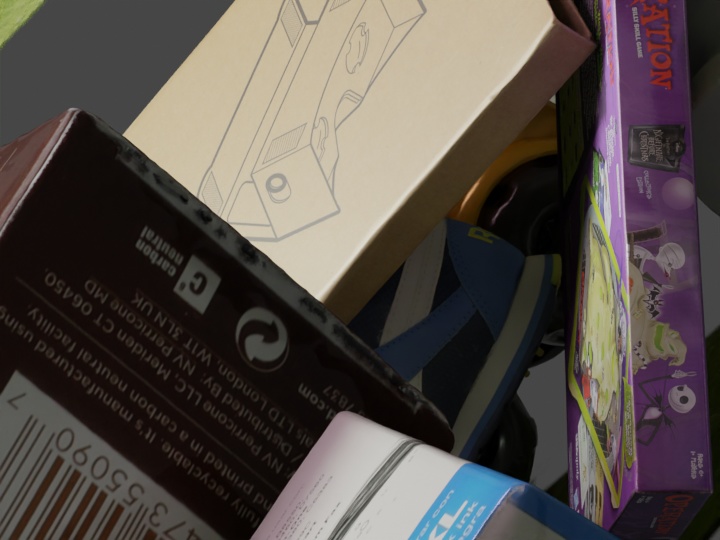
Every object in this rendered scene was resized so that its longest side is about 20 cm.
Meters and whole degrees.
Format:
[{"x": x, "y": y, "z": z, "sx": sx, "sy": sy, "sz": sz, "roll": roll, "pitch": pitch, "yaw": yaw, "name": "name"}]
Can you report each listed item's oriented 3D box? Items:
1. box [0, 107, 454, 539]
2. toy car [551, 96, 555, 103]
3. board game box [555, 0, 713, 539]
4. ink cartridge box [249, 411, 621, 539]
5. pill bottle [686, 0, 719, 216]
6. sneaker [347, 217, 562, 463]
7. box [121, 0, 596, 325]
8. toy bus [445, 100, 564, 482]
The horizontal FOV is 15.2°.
[{"x": -0.113, "y": 0.082, "z": 0.838, "sx": 0.200, "sy": 0.166, "sz": 0.164, "roll": -21, "pitch": 35, "yaw": 51, "name": "box"}, {"x": 0.088, "y": -0.157, "z": 1.251, "sx": 0.200, "sy": 0.150, "sz": 0.175, "roll": -48, "pitch": 12, "yaw": 2, "name": "toy car"}, {"x": 0.085, "y": -0.008, "z": 0.871, "sx": 0.120, "sy": 0.032, "sz": 0.200, "roll": 92, "pitch": 178, "yaw": -70, "name": "board game box"}, {"x": 0.050, "y": 0.111, "z": 0.674, "sx": 0.084, "sy": 0.146, "sz": 0.200, "roll": -58, "pitch": 11, "yaw": -4, "name": "ink cartridge box"}, {"x": 0.161, "y": -0.103, "z": 0.921, "sx": 0.104, "sy": 0.104, "sz": 0.200, "roll": -45, "pitch": 18, "yaw": 44, "name": "pill bottle"}, {"x": -0.003, "y": 0.065, "z": 0.951, "sx": 0.200, "sy": 0.082, "sz": 0.074, "roll": -60, "pitch": -2, "yaw": -24, "name": "sneaker"}, {"x": -0.011, "y": -0.057, "z": 0.946, "sx": 0.200, "sy": 0.021, "sz": 0.164, "roll": -48, "pitch": 38, "yaw": 22, "name": "box"}, {"x": 0.000, "y": 0.000, "z": 1.062, "sx": 0.200, "sy": 0.192, "sz": 0.136, "roll": -57, "pitch": 6, "yaw": -12, "name": "toy bus"}]
